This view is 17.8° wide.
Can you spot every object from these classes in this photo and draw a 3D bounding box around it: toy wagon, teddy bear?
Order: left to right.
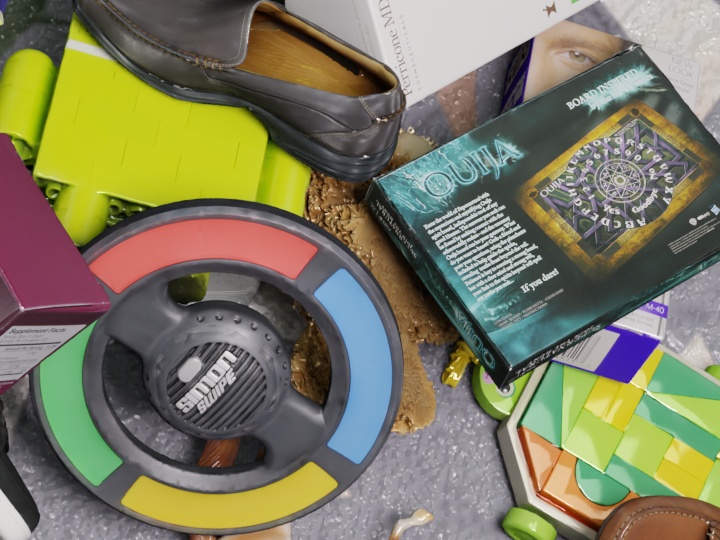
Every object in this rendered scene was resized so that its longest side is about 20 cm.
[{"bbox_3d":[0.000,0.000,1.334,0.144,0.067,0.202,0,76,-43],"label":"teddy bear"},{"bbox_3d":[0.141,0.098,1.361,0.199,0.040,0.156,32,69,-4],"label":"toy wagon"}]

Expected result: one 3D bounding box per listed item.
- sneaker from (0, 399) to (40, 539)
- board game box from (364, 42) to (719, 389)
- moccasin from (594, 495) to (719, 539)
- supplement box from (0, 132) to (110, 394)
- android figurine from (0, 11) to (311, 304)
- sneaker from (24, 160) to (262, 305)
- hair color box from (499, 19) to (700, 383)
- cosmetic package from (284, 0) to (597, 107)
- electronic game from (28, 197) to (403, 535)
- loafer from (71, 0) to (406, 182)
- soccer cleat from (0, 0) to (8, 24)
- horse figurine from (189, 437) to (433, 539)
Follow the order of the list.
[{"bbox_3d":[-0.209,0.044,1.268,0.112,0.073,0.201,-35,84,-18],"label":"sneaker"},{"bbox_3d":[0.119,-0.035,1.301,0.199,0.028,0.136,-27,71,-25],"label":"board game box"},{"bbox_3d":[0.216,0.188,1.305,0.201,0.078,0.074,36,91,-25],"label":"moccasin"},{"bbox_3d":[-0.242,0.030,1.172,0.200,0.086,0.111,-38,76,20],"label":"supplement box"},{"bbox_3d":[-0.113,-0.078,1.275,0.180,0.041,0.201,13,55,-9],"label":"android figurine"},{"bbox_3d":[-0.137,-0.039,1.319,0.200,0.075,0.116,41,63,-10],"label":"sneaker"},{"bbox_3d":[0.132,-0.045,1.364,0.108,0.065,0.201,16,57,-7],"label":"hair color box"},{"bbox_3d":[0.054,-0.181,1.341,0.199,0.085,0.108,-33,117,-32],"label":"cosmetic package"},{"bbox_3d":[-0.076,0.054,1.216,0.198,0.042,0.202,-1,118,-2],"label":"electronic game"},{"bbox_3d":[-0.063,-0.126,1.253,0.199,0.072,0.073,25,57,0],"label":"loafer"},{"bbox_3d":[-0.251,-0.150,1.312,0.083,0.065,0.200,33,66,18],"label":"soccer cleat"},{"bbox_3d":[-0.028,0.168,1.293,0.200,0.050,0.133,39,66,-2],"label":"horse figurine"}]
